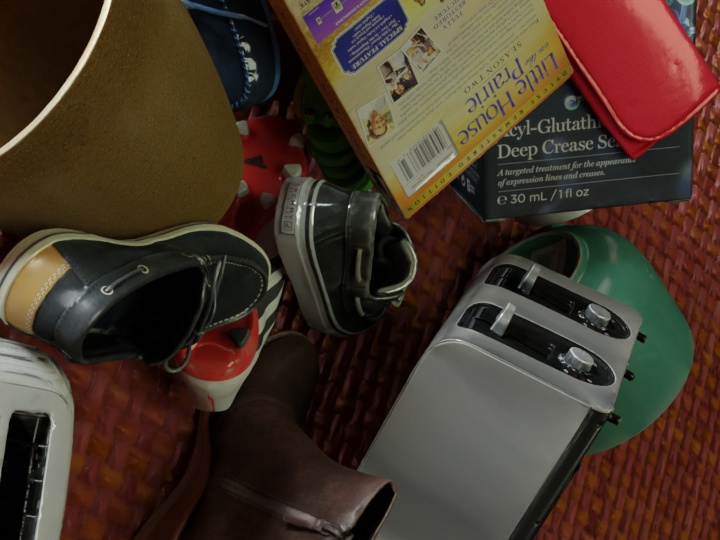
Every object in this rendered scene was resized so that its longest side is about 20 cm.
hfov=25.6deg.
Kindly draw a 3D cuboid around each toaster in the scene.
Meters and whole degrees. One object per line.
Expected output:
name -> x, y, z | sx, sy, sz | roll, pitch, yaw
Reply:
toaster -> -0.219, 0.112, 0.776 | 0.113, 0.129, 0.201 | 16, 79, -45
toaster -> 0.081, 0.103, 1.004 | 0.200, 0.118, 0.181 | -62, 173, 24

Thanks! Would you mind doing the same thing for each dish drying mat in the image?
dish drying mat -> 0.147, -0.165, 0.993 | 0.077, 0.018, 0.200 | -39, 112, 2

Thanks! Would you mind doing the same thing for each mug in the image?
mug -> 0.141, 0.036, 1.157 | 0.152, 0.185, 0.114 | -44, 121, -8

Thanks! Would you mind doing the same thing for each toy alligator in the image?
toy alligator -> -0.015, -0.096, 0.972 | 0.200, 0.059, 0.054 | 63, 45, -61

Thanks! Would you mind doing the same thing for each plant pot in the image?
plant pot -> -0.150, -0.087, 0.831 | 0.200, 0.186, 0.187 | 40, 62, -55

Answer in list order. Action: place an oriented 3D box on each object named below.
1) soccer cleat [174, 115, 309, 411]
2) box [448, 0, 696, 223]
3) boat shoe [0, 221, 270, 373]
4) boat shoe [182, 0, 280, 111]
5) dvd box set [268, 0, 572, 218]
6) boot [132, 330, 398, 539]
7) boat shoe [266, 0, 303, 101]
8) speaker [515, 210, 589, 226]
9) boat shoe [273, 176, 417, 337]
soccer cleat -> -0.075, -0.007, 0.978 | 0.085, 0.068, 0.201 | 100, 0, -56
box -> 0.137, -0.147, 1.065 | 0.148, 0.107, 0.201 | -7, 109, -10
boat shoe -> -0.104, 0.016, 0.819 | 0.075, 0.062, 0.200 | -59, 155, 15
boat shoe -> -0.120, -0.177, 0.910 | 0.069, 0.084, 0.200 | -31, 90, -52
dvd box set -> 0.036, -0.144, 0.917 | 0.146, 0.029, 0.200 | -41, 134, -9
boot -> -0.036, 0.121, 0.941 | 0.072, 0.166, 0.200 | 53, 55, -33
boat shoe -> -0.026, -0.151, 1.028 | 0.200, 0.070, 0.070 | 4, 50, -50
speaker -> 0.121, -0.135, 1.166 | 0.081, 0.081, 0.201 | -41, 119, -38
boat shoe -> 0.000, 0.000, 0.994 | 0.200, 0.071, 0.072 | 53, 47, -71
